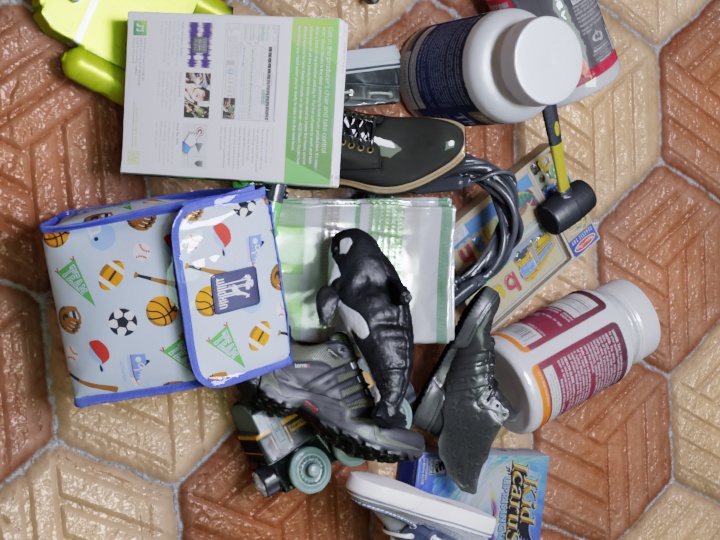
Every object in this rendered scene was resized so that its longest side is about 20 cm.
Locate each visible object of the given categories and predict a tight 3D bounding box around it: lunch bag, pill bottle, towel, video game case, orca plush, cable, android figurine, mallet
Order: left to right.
[{"bbox_3d":[-0.217,-0.251,1.066,0.199,0.041,0.184,28,81,-30],"label":"android figurine"},{"bbox_3d":[-0.167,0.018,1.031,0.197,0.124,0.172,-8,102,0],"label":"lunch bag"},{"bbox_3d":[0.000,0.000,1.171,0.197,0.031,0.151,1,90,-8],"label":"towel"},{"bbox_3d":[0.017,0.042,1.091,0.104,0.071,0.202,15,57,-25],"label":"orca plush"},{"bbox_3d":[0.079,-0.045,1.223,0.199,0.051,0.164,-39,94,-3],"label":"cable"},{"bbox_3d":[0.119,0.300,1.296,0.179,0.045,0.203,6,91,-31],"label":"video game case"},{"bbox_3d":[0.130,-0.203,1.171,0.110,0.199,0.113,-2,95,-28],"label":"pill bottle"},{"bbox_3d":[0.197,-0.285,1.254,0.110,0.110,0.202,-34,109,-23],"label":"pill bottle"},{"bbox_3d":[0.220,-0.137,1.260,0.065,0.041,0.202,-28,125,-27],"label":"mallet"},{"bbox_3d":[0.233,0.091,1.303,0.199,0.114,0.115,-24,105,-25],"label":"pill bottle"}]

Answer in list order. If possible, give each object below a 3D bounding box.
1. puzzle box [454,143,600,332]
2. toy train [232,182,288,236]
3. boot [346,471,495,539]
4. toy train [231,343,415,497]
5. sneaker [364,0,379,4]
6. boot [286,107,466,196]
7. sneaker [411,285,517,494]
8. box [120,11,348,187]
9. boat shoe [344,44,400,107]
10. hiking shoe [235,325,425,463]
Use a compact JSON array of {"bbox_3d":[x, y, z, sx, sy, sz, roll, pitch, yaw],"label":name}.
[{"bbox_3d":[0.173,-0.034,1.309,0.200,0.025,0.134,-39,112,-21],"label":"puzzle box"},{"bbox_3d":[-0.115,-0.004,1.133,0.056,0.042,0.203,13,88,-1],"label":"toy train"},{"bbox_3d":[0.055,0.272,1.187,0.199,0.072,0.091,25,85,-34],"label":"boot"},{"bbox_3d":[-0.036,0.145,1.179,0.199,0.085,0.115,-30,98,-24],"label":"toy train"},{"bbox_3d":[-0.046,-0.318,1.138,0.198,0.077,0.083,16,93,-29],"label":"sneaker"},{"bbox_3d":[-0.006,-0.129,1.083,0.197,0.138,0.078,-8,67,11],"label":"boot"},{"bbox_3d":[0.124,0.126,1.221,0.103,0.060,0.201,28,97,0],"label":"sneaker"},{"bbox_3d":[-0.112,-0.151,1.025,0.197,0.036,0.146,5,94,12],"label":"box"},{"bbox_3d":[-0.036,-0.177,1.153,0.198,0.072,0.072,-17,98,-29],"label":"boat shoe"},{"bbox_3d":[-0.016,0.112,1.114,0.199,0.076,0.101,29,69,-10],"label":"hiking shoe"}]
